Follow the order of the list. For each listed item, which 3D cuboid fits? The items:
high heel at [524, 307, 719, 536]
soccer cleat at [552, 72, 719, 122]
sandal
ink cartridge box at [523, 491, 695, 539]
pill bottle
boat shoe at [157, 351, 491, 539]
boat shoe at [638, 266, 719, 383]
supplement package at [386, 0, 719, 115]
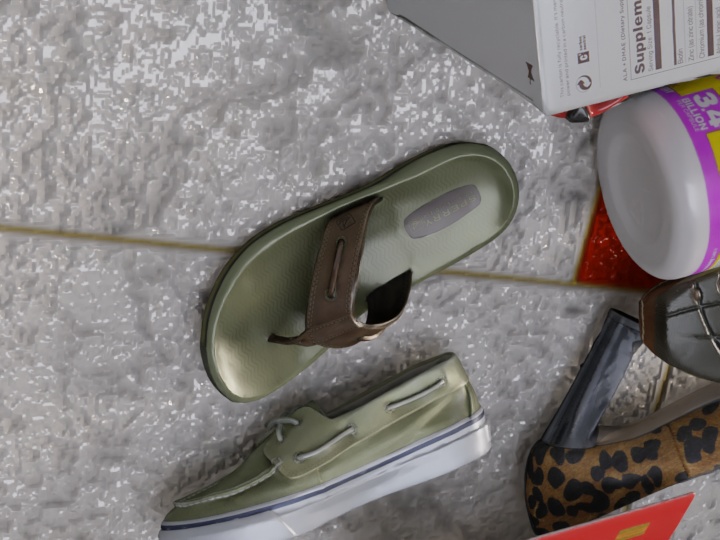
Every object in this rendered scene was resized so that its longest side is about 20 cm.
[{"bbox_3d":[0.202,0.129,0.875,0.198,0.071,0.144,28,98,6],"label":"high heel"},{"bbox_3d":[0.175,-0.131,0.759,0.197,0.085,0.069,-17,117,4],"label":"soccer cleat"},{"bbox_3d":[0.000,-0.001,0.783,0.200,0.057,0.080,-34,119,-3],"label":"sandal"},{"bbox_3d":[0.095,0.210,0.867,0.197,0.045,0.177,-13,150,-15],"label":"ink cartridge box"},{"bbox_3d":[0.239,-0.070,0.814,0.197,0.104,0.106,-16,117,-14],"label":"pill bottle"},{"bbox_3d":[-0.023,0.104,0.824,0.198,0.072,0.063,-20,93,-15],"label":"boat shoe"},{"bbox_3d":[0.246,0.016,0.868,0.197,0.074,0.077,-8,105,-23],"label":"boat shoe"},{"bbox_3d":[0.082,-0.180,0.654,0.109,0.200,0.158,-15,116,-13],"label":"supplement package"}]
